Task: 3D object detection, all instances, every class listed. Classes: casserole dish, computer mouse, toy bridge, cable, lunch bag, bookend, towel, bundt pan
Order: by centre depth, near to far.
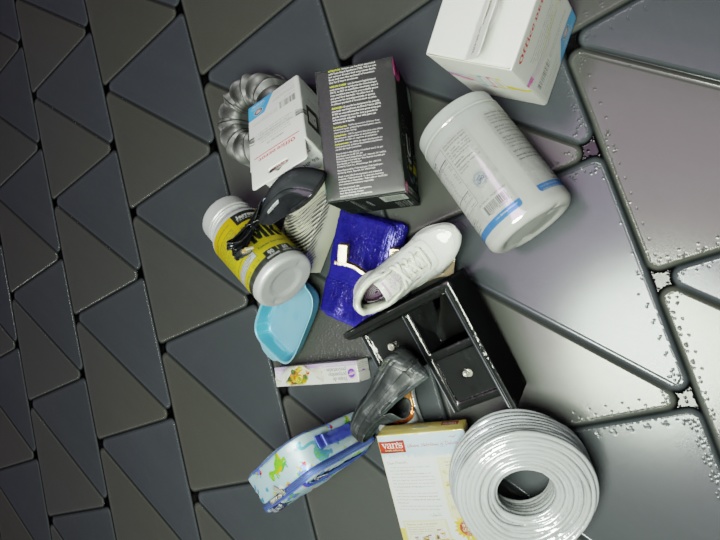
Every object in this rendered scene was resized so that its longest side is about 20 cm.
[{"bbox_3d":[0.222,0.296,0.719,0.200,0.069,0.200,40,105,-5],"label":"cable"},{"bbox_3d":[-0.141,-0.089,0.783,0.199,0.046,0.141,-18,37,48],"label":"computer mouse"},{"bbox_3d":[0.111,0.133,0.794,0.199,0.092,0.200,-29,88,29],"label":"bookend"},{"bbox_3d":[0.054,-0.004,0.848,0.199,0.027,0.068,5,101,9],"label":"toy bridge"},{"bbox_3d":[-0.077,0.318,0.879,0.161,0.200,0.083,-45,69,25],"label":"lunch bag"},{"bbox_3d":[0.000,0.000,0.915,0.147,0.049,0.201,17,100,31],"label":"towel"},{"bbox_3d":[-0.139,0.086,0.999,0.121,0.039,0.201,39,119,27],"label":"casserole dish"},{"bbox_3d":[-0.209,-0.299,1.033,0.201,0.076,0.203,1,92,32],"label":"bundt pan"}]

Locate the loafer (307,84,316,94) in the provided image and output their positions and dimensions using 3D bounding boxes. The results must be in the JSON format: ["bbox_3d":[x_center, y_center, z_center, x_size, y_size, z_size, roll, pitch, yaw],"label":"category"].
[{"bbox_3d":[-0.105,-0.246,0.971,0.072,0.063,0.201,16,99,32],"label":"loafer"}]

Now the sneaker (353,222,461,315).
[{"bbox_3d":[0.071,0.006,0.782,0.200,0.100,0.075,-38,96,15],"label":"sneaker"}]

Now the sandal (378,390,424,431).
[{"bbox_3d":[0.059,0.246,0.873,0.079,0.059,0.208,-19,80,32],"label":"sandal"}]

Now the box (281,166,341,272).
[{"bbox_3d":[-0.085,-0.100,0.957,0.082,0.068,0.201,30,107,31],"label":"box"}]

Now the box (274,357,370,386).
[{"bbox_3d":[-0.076,0.192,0.972,0.199,0.041,0.039,-11,85,32],"label":"box"}]

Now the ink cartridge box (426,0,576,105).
[{"bbox_3d":[0.190,-0.321,0.696,0.125,0.200,0.129,24,103,30],"label":"ink cartridge box"}]

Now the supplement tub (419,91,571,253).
[{"bbox_3d":[0.189,-0.138,0.741,0.132,0.132,0.201,-40,69,27],"label":"supplement tub"}]

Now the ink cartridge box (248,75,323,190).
[{"bbox_3d":[-0.122,-0.214,0.864,0.115,0.067,0.201,-25,54,22],"label":"ink cartridge box"}]

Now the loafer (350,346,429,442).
[{"bbox_3d":[0.040,0.200,0.774,0.070,0.068,0.201,38,128,19],"label":"loafer"}]

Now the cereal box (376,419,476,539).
[{"bbox_3d":[0.118,0.338,0.812,0.143,0.039,0.201,-11,96,22],"label":"cereal box"}]

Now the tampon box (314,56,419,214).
[{"bbox_3d":[0.017,-0.204,0.826,0.125,0.150,0.202,-5,88,15],"label":"tampon box"}]

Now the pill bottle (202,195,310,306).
[{"bbox_3d":[-0.189,-0.040,0.919,0.200,0.114,0.115,43,112,28],"label":"pill bottle"}]
